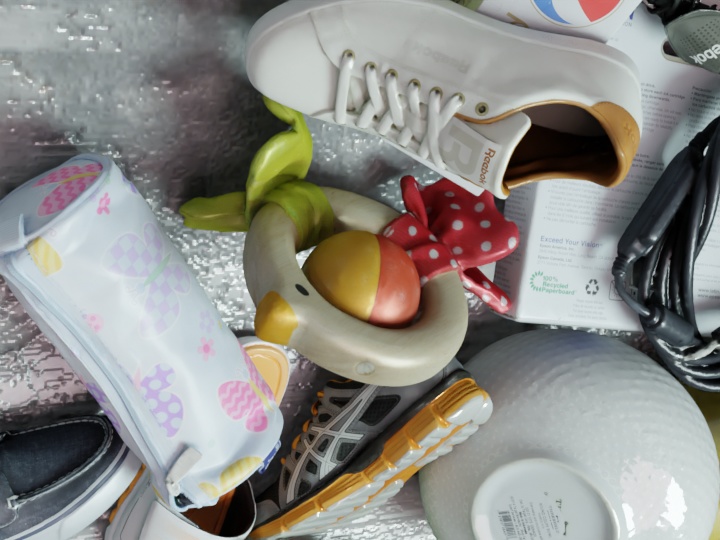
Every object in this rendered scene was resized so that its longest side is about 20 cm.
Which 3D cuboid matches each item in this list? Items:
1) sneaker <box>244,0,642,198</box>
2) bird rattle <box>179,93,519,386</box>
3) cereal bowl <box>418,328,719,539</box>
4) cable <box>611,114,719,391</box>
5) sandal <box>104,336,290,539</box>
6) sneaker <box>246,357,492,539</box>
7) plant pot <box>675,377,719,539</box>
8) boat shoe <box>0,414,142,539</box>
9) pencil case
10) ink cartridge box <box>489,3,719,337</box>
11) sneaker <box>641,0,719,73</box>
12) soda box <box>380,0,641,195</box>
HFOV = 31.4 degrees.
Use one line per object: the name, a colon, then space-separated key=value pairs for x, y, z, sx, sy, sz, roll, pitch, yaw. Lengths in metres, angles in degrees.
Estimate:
sneaker: x=0.039 y=-0.083 z=0.614 sx=0.199 sy=0.085 sz=0.073 roll=7 pitch=134 yaw=2
bird rattle: x=0.000 y=0.000 z=0.701 sx=0.199 sy=0.164 sz=0.113 roll=26 pitch=128 yaw=-25
cereal bowl: x=0.126 y=0.144 z=0.818 sx=0.199 sy=0.083 sz=0.201 roll=7 pitch=111 yaw=18
cable: x=0.247 y=-0.024 z=0.782 sx=0.163 sy=0.051 sz=0.200 roll=38 pitch=81 yaw=-27
sandal: x=-0.099 y=0.138 z=0.797 sx=0.079 sy=0.059 sz=0.207 roll=13 pitch=114 yaw=-29
sneaker: x=-0.005 y=0.109 z=0.816 sx=0.200 sy=0.077 sz=0.078 roll=-40 pitch=159 yaw=25
plant pot: x=0.299 y=0.133 z=0.898 sx=0.188 sy=0.201 sz=0.202 roll=-12 pitch=126 yaw=3
boat shoe: x=-0.226 y=0.119 z=0.720 sx=0.199 sy=0.071 sz=0.091 roll=-26 pitch=131 yaw=-5
pencil case: x=-0.122 y=0.036 z=0.690 sx=0.091 sy=0.083 sz=0.201 roll=-53 pitch=126 yaw=-39
ink cartridge box: x=0.183 y=-0.062 z=0.794 sx=0.195 sy=0.043 sz=0.201 roll=6 pitch=96 yaw=-27
sneaker: x=0.187 y=-0.158 z=0.712 sx=0.199 sy=0.066 sz=0.091 roll=7 pitch=74 yaw=-29
soda box: x=0.091 y=-0.137 z=0.661 sx=0.068 sy=0.064 sz=0.200 roll=28 pitch=125 yaw=-15
